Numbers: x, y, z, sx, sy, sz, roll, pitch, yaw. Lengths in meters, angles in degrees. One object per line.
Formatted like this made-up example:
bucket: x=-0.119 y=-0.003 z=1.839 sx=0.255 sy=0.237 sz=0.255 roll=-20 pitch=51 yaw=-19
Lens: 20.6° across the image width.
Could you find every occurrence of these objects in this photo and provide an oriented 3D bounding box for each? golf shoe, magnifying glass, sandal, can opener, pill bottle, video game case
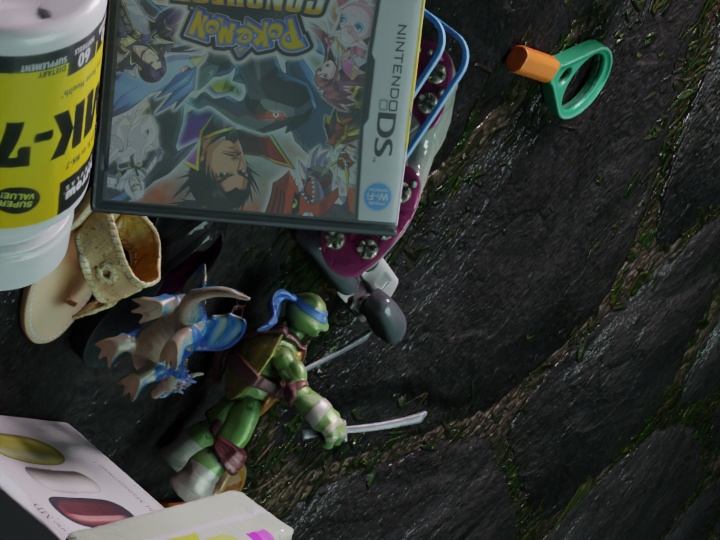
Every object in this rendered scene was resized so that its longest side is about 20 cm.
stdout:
golf shoe: x=0.031 y=-0.086 z=1.612 sx=0.202 sy=0.075 sz=0.091 roll=-65 pitch=165 yaw=5
magnifying glass: x=0.183 y=-0.182 z=1.832 sx=0.080 sy=0.022 sz=0.199 roll=-58 pitch=155 yaw=13
sandal: x=-0.165 y=-0.019 z=1.374 sx=0.077 sy=0.069 sz=0.213 roll=-4 pitch=127 yaw=-59
sandal: x=-0.138 y=-0.006 z=1.465 sx=0.201 sy=0.048 sz=0.075 roll=-57 pitch=155 yaw=12
can opener: x=0.000 y=0.000 z=1.710 sx=0.053 sy=0.066 sz=0.200 roll=-50 pitch=151 yaw=-7
pill bottle: x=-0.209 y=-0.092 z=1.144 sx=0.114 sy=0.114 sz=0.201 roll=-32 pitch=150 yaw=-37
video game case: x=-0.064 y=-0.119 z=1.244 sx=0.026 sy=0.198 sz=0.183 roll=-117 pitch=-147 yaw=-72

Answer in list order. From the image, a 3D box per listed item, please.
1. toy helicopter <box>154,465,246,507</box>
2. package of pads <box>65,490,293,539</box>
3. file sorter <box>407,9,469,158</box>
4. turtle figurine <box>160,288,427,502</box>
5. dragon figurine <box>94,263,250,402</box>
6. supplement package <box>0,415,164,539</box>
toy helicopter: x=-0.165 y=0.228 z=1.736 sx=0.200 sy=0.078 sz=0.133 roll=-48 pitch=149 yaw=-37
package of pads: x=-0.143 y=0.236 z=1.302 sx=0.199 sy=0.068 sz=0.156 roll=-4 pitch=122 yaw=-59
file sorter: x=-0.030 y=-0.154 z=1.369 sx=0.139 sy=0.122 sz=0.200 roll=-56 pitch=155 yaw=8
turtle figurine: x=-0.062 y=0.126 z=1.656 sx=0.194 sy=0.144 sz=0.200 roll=-46 pitch=144 yaw=6
dragon figurine: x=-0.123 y=0.037 z=1.425 sx=0.099 sy=0.059 sz=0.200 roll=-29 pitch=168 yaw=-46
supplement package: x=-0.238 y=0.212 z=1.410 sx=0.148 sy=0.191 sz=0.200 roll=-57 pitch=156 yaw=7
